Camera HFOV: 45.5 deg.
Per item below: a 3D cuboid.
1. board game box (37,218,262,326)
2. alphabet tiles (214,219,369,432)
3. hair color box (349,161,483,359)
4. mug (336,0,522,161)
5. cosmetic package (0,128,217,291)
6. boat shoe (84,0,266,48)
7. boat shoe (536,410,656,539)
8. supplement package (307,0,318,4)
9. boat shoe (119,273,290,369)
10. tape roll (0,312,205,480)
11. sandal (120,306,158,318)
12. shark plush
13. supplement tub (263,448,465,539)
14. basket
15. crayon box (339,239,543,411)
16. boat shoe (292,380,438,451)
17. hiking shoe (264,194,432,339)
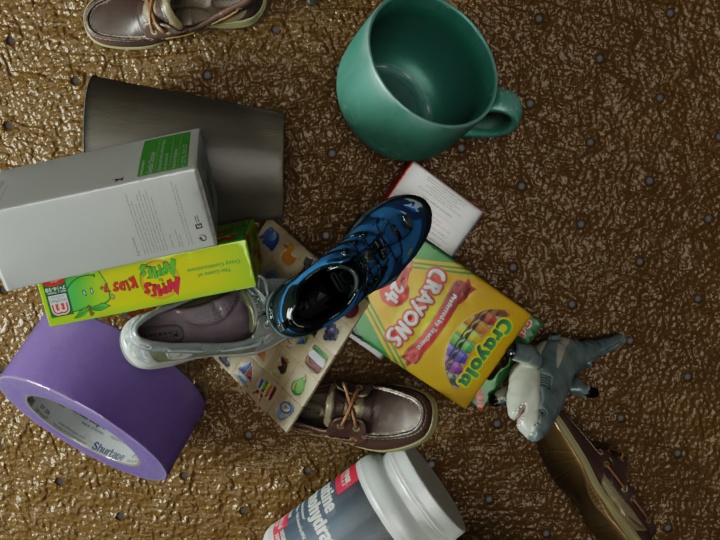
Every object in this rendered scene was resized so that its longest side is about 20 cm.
[{"bbox_3d":[-0.200,0.000,0.846,0.198,0.102,0.048,-11,105,0],"label":"board game box"},{"bbox_3d":[-0.100,0.047,0.940,0.200,0.008,0.168,39,104,30],"label":"alphabet tiles"},{"bbox_3d":[0.039,-0.014,0.966,0.101,0.061,0.201,35,95,-7],"label":"hair color box"},{"bbox_3d":[0.061,-0.182,0.904,0.185,0.114,0.152,49,58,-4],"label":"mug"},{"bbox_3d":[-0.238,-0.059,0.806,0.198,0.108,0.086,-12,121,-4],"label":"cosmetic package"},{"bbox_3d":[-0.200,-0.280,0.907,0.197,0.072,0.073,-6,98,1],"label":"boat shoe"},{"bbox_3d":[0.279,0.239,1.007,0.072,0.072,0.201,-32,86,-27],"label":"boat shoe"},{"bbox_3d":[-0.030,-0.362,0.852,0.119,0.200,0.122,-26,96,2],"label":"supplement package"},{"bbox_3d":[-0.134,0.048,0.849,0.200,0.065,0.075,-10,79,-27],"label":"boat shoe"},{"bbox_3d":[-0.271,0.134,0.907,0.199,0.200,0.085,31,60,-4],"label":"tape roll"},{"bbox_3d":[-0.183,0.026,0.935,0.204,0.059,0.080,18,102,-3],"label":"sandal"},{"bbox_3d":[0.226,0.123,0.956,0.083,0.199,0.092,41,126,31],"label":"shark plush"},{"bbox_3d":[0.003,0.298,0.965,0.199,0.140,0.141,-37,96,4],"label":"supplement tub"},{"bbox_3d":[-0.180,-0.115,0.918,0.197,0.136,0.182,-1,111,-5],"label":"basket"},{"bbox_3d":[0.091,0.056,0.924,0.199,0.051,0.128,33,96,-9],"label":"crayon box"},{"bbox_3d":[-0.015,0.153,0.930,0.198,0.072,0.073,2,78,33],"label":"boat shoe"},{"bbox_3d":[0.000,0.000,0.829,0.200,0.087,0.075,-41,102,-11],"label":"hiking shoe"}]
